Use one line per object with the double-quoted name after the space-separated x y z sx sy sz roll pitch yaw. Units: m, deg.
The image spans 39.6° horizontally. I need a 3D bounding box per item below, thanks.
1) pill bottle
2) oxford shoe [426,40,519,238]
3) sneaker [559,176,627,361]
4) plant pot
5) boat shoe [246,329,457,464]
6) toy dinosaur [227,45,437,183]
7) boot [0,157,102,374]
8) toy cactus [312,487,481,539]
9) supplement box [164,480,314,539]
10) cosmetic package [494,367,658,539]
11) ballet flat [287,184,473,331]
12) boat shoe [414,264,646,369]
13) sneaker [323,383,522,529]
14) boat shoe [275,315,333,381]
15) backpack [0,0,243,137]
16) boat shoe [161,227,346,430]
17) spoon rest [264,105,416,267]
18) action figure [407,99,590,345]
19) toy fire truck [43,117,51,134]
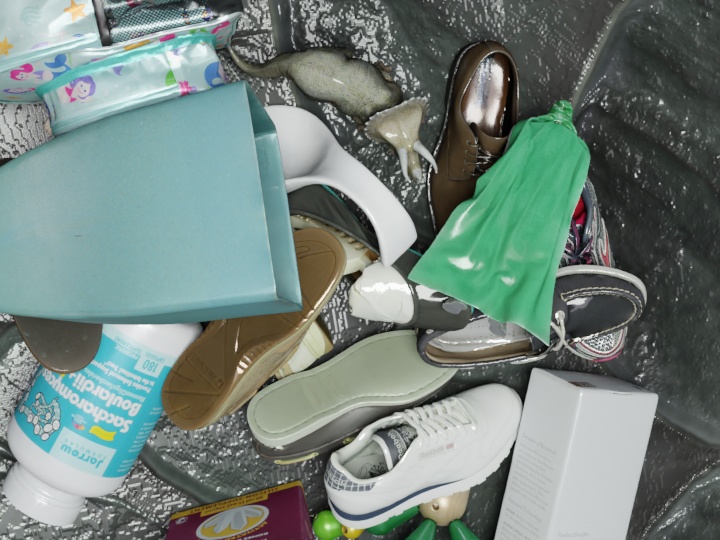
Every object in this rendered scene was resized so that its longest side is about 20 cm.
-0.223 0.110 0.842 0.109 0.111 0.202 29 94 -8 "pill bottle"
0.098 -0.094 0.856 0.071 0.084 0.205 1 99 -6 "oxford shoe"
0.183 -0.012 0.878 0.079 0.075 0.203 -23 100 -1 "sneaker"
-0.153 -0.030 0.707 0.196 0.141 0.145 -10 84 4 "plant pot"
-0.004 0.112 0.887 0.198 0.072 0.061 -18 143 -14 "boat shoe"
-0.014 -0.156 0.828 0.198 0.102 0.078 33 94 -9 "toy dinosaur"
-0.256 0.007 0.805 0.072 0.076 0.202 -11 57 -29 "boot"
0.062 0.240 0.887 0.197 0.103 0.167 16 60 28 "toy cactus"
-0.097 0.269 0.829 0.128 0.200 0.105 -13 99 -4 "supplement box"
0.187 0.195 0.892 0.100 0.074 0.204 8 96 -32 "cosmetic package"
0.000 0.000 0.829 0.199 0.069 0.068 36 51 26 "ballet flat"
0.142 0.044 0.841 0.195 0.061 0.075 -4 122 11 "boat shoe"
0.059 0.149 0.863 0.197 0.077 0.081 -27 139 -19 "sneaker"
-0.102 0.004 0.860 0.063 0.073 0.202 -35 108 3 "boat shoe"
-0.187 -0.172 0.724 0.196 0.177 0.154 -10 96 -12 "backpack"
-0.081 0.046 0.811 0.200 0.064 0.071 -46 72 12 "boat shoe"
-0.040 -0.080 0.816 0.198 0.061 0.099 33 62 27 "spoon rest"
0.129 -0.051 0.790 0.116 0.055 0.203 26 72 2 "action figure"
-0.235 -0.158 0.836 0.195 0.049 0.144 -8 98 -4 "toy fire truck"
